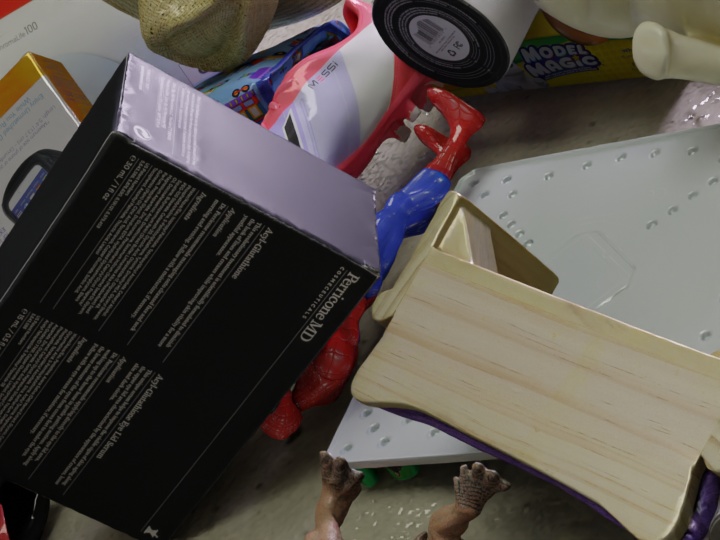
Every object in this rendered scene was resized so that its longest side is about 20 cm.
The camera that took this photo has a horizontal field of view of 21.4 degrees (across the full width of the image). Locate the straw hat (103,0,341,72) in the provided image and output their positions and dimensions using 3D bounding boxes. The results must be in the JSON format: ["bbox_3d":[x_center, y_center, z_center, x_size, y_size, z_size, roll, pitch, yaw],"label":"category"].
[{"bbox_3d":[-0.087,-0.163,1.107,0.200,0.201,0.086,-16,54,30],"label":"straw hat"}]

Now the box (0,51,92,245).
[{"bbox_3d":[-0.162,-0.007,1.054,0.119,0.200,0.041,-41,-16,15],"label":"box"}]

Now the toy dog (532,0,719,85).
[{"bbox_3d":[0.167,-0.169,0.914,0.199,0.140,0.194,-1,38,17],"label":"toy dog"}]

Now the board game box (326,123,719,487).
[{"bbox_3d":[0.101,0.015,0.889,0.199,0.026,0.201,-9,41,38],"label":"board game box"}]

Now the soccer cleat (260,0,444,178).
[{"bbox_3d":[-0.031,-0.065,1.012,0.200,0.076,0.067,-49,-9,-27],"label":"soccer cleat"}]

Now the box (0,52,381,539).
[{"bbox_3d":[-0.102,0.020,0.903,0.200,0.141,0.079,-51,20,27],"label":"box"}]

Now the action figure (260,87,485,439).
[{"bbox_3d":[0.000,0.000,0.964,0.201,0.051,0.065,-63,2,-26],"label":"action figure"}]

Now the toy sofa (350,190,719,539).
[{"bbox_3d":[0.095,0.048,0.749,0.199,0.083,0.098,22,80,48],"label":"toy sofa"}]

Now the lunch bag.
[{"bbox_3d":[-0.080,-0.087,1.158,0.150,0.094,0.200,-27,23,20],"label":"lunch bag"}]

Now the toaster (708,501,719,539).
[{"bbox_3d":[0.214,0.077,0.531,0.180,0.201,0.119,-4,38,40],"label":"toaster"}]

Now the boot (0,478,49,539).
[{"bbox_3d":[-0.249,0.172,0.982,0.144,0.073,0.200,-2,41,40],"label":"boot"}]

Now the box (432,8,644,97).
[{"bbox_3d":[0.124,-0.160,1.056,0.199,0.048,0.118,-2,56,36],"label":"box"}]

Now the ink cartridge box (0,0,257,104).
[{"bbox_3d":[-0.183,-0.170,1.246,0.159,0.200,0.047,-27,31,14],"label":"ink cartridge box"}]

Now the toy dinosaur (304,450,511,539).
[{"bbox_3d":[0.004,0.151,0.754,0.199,0.086,0.136,1,53,52],"label":"toy dinosaur"}]

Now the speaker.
[{"bbox_3d":[0.082,-0.199,1.026,0.081,0.081,0.201,0,53,44],"label":"speaker"}]
